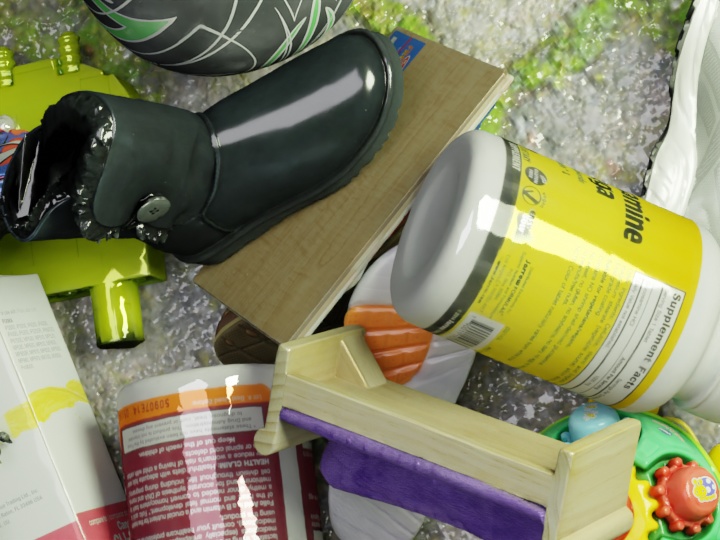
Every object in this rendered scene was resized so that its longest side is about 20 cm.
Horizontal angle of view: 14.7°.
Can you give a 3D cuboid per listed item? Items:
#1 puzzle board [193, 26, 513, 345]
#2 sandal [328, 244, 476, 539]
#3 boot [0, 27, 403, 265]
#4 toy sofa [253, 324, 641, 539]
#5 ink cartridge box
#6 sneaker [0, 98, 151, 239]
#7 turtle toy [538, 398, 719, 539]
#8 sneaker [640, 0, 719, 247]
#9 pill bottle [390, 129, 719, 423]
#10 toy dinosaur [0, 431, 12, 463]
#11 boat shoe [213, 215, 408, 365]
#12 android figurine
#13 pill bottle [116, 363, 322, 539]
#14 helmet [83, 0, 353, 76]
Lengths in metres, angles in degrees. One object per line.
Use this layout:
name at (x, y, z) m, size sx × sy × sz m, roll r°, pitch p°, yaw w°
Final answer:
puzzle board at (-0.005, -0.049, 1.623) m, size 0.200 × 0.017 × 0.151 m, roll -51°, pitch 27°, yaw -4°
sandal at (0.020, 0.065, 1.624) m, size 0.079 × 0.059 × 0.208 m, roll 12°, pitch 115°, yaw -4°
boot at (-0.091, -0.073, 1.572) m, size 0.200 × 0.168 × 0.077 m, roll -37°, pitch 64°, yaw 28°
toy sofa at (0.045, 0.106, 1.510) m, size 0.199 × 0.083 × 0.098 m, roll 19°, pitch 108°, yaw 29°
ink cartridge box at (-0.232, 0.119, 1.674) m, size 0.144 × 0.083 × 0.201 m, roll -25°, pitch 84°, yaw 20°
sneaker at (-0.209, -0.060, 1.648) m, size 0.199 × 0.075 × 0.079 m, roll -25°, pitch 71°, yaw -18°
turtle toy at (0.161, 0.151, 1.558) m, size 0.199 × 0.101 × 0.146 m, roll 33°, pitch 93°, yaw 19°
sneaker at (0.212, -0.094, 1.599) m, size 0.079 × 0.074 × 0.202 m, roll 12°, pitch 92°, yaw 9°
pill bottle at (0.126, 0.009, 1.525) m, size 0.199 × 0.112 × 0.113 m, roll 23°, pitch 89°, yaw -15°
toy dinosaur at (-0.252, 0.125, 1.615) m, size 0.088 × 0.047 × 0.202 m, roll 3°, pitch 90°, yaw 28°
boat shoe at (0.000, 0.000, 1.654) m, size 0.199 × 0.072 × 0.068 m, roll -29°, pitch 42°, yaw 20°
android figurine at (-0.189, -0.046, 1.727) m, size 0.181 × 0.041 × 0.202 m, roll -9°, pitch 82°, yaw 16°
pill bottle at (-0.078, 0.162, 1.624) m, size 0.113 × 0.114 × 0.202 m, roll -9°, pitch 79°, yaw 16°
helmet at (-0.085, -0.208, 1.635) m, size 0.199 × 0.200 × 0.191 m, roll -35°, pitch 80°, yaw 10°
